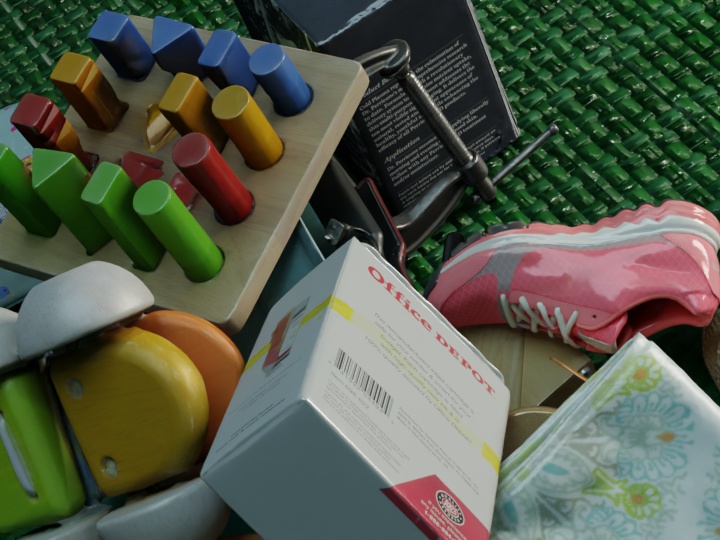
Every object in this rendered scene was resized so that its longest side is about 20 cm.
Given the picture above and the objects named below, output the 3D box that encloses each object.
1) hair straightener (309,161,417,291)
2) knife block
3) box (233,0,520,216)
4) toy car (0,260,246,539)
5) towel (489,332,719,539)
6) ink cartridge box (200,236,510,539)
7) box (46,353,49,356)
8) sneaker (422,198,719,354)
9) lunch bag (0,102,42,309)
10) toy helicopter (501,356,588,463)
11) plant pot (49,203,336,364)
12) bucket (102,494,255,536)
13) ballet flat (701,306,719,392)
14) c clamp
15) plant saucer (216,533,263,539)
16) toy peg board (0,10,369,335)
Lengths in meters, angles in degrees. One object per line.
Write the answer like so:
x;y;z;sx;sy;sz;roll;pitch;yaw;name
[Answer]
0.000;0.000;1.303;0.041;0.077;0.200;-43;43;24;hair straightener
0.073;0.063;1.358;0.200;0.064;0.176;-40;49;-13;knife block
-0.001;-0.182;1.498;0.124;0.197;0.200;-34;48;-9;box
-0.156;0.087;1.191;0.200;0.175;0.150;-21;4;28;toy car
0.173;0.162;1.176;0.171;0.048;0.200;-44;87;-3;towel
0.004;0.093;1.144;0.083;0.145;0.200;-39;14;24;ink cartridge box
-0.314;0.144;1.454;0.136;0.038;0.200;5;54;24;box
0.136;0.015;1.283;0.200;0.074;0.087;-12;57;13;sneaker
-0.296;-0.040;1.545;0.160;0.077;0.200;-25;32;6;lunch bag
0.168;0.131;1.240;0.200;0.079;0.133;11;88;5;toy helicopter
-0.092;0.050;1.358;0.196;0.200;0.200;-32;47;5;plant pot
-0.088;0.222;1.238;0.207;0.135;0.207;-11;49;13;bucket
0.271;0.079;1.268;0.070;0.065;0.200;-24;48;-1;ballet flat
0.035;-0.092;1.420;0.171;0.200;0.027;-49;45;-1;c clamp
-0.079;0.230;1.112;0.200;0.037;0.200;-9;49;11;plant saucer
-0.133;-0.087;1.270;0.200;0.098;0.199;15;67;30;toy peg board
